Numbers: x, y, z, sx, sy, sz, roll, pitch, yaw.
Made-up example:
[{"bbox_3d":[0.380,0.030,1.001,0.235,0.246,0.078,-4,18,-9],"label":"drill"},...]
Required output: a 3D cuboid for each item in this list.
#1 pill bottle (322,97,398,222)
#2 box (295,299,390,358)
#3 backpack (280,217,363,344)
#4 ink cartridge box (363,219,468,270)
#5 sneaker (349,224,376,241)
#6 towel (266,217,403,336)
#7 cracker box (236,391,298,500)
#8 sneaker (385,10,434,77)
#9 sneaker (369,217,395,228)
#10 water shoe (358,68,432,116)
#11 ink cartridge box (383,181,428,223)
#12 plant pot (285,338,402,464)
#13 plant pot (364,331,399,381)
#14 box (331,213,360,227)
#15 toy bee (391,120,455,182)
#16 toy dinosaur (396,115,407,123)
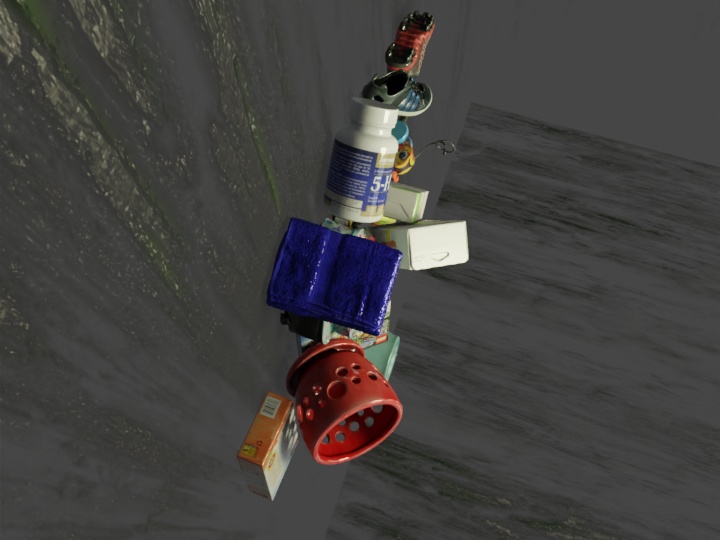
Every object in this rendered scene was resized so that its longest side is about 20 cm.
[{"bbox_3d":[0.004,-0.201,1.119,0.120,0.118,0.203,-49,154,-66],"label":"pill bottle"},{"bbox_3d":[-0.035,0.125,1.268,0.138,0.197,0.038,89,-24,-47],"label":"box"},{"bbox_3d":[-0.049,0.011,1.126,0.179,0.148,0.202,95,11,-46],"label":"backpack"},{"bbox_3d":[0.114,-0.058,1.296,0.199,0.143,0.085,11,-71,64],"label":"ink cartridge box"},{"bbox_3d":[0.000,0.000,1.260,0.202,0.069,0.099,82,18,-47],"label":"sneaker"},{"bbox_3d":[-0.042,0.012,0.984,0.050,0.196,0.150,-99,-155,-86],"label":"towel"},{"bbox_3d":[-0.175,0.343,1.193,0.202,0.057,0.135,92,18,-53],"label":"cracker box"},{"bbox_3d":[0.105,-0.471,1.321,0.099,0.070,0.203,90,21,-57],"label":"sneaker"},{"bbox_3d":[0.059,-0.124,1.657,0.200,0.077,0.092,15,94,-80],"label":"sneaker"},{"bbox_3d":[0.087,-0.354,1.220,0.198,0.072,0.079,-23,163,-40],"label":"water shoe"},{"bbox_3d":[0.081,-0.153,1.345,0.200,0.115,0.069,-32,136,-74],"label":"ink cartridge box"},{"bbox_3d":[-0.039,0.249,1.220,0.202,0.197,0.184,96,-28,-47],"label":"plant pot"},{"bbox_3d":[-0.009,0.197,1.493,0.200,0.185,0.204,17,90,-80],"label":"plant pot"},{"bbox_3d":[-0.004,-0.178,1.314,0.200,0.048,0.162,-56,158,-59],"label":"box"},{"bbox_3d":[0.065,-0.236,1.204,0.131,0.198,0.110,42,73,-45],"label":"toy bee"},{"bbox_3d":[0.064,-0.313,1.377,0.089,0.047,0.202,64,-37,36],"label":"toy dinosaur"}]
